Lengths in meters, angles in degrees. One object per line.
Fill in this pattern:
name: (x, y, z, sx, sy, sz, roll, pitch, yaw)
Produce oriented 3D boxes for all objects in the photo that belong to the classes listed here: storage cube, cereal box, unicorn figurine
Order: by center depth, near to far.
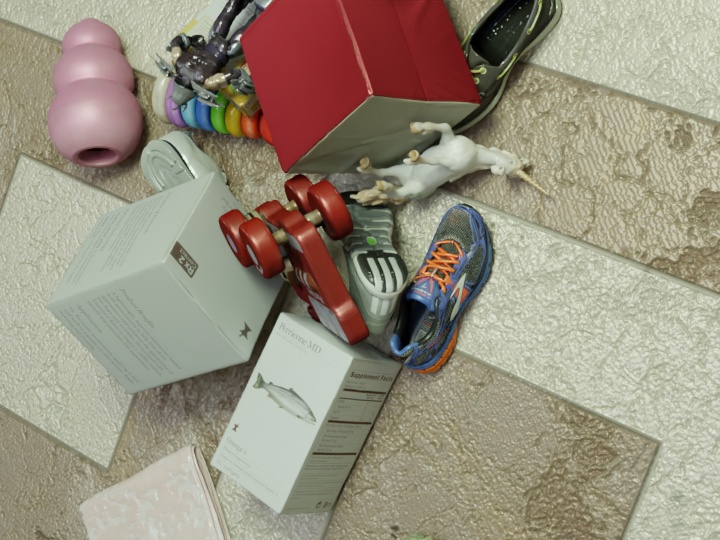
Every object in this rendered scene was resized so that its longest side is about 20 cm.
unicorn figurine: (0.091, -0.117, 1.490, 0.199, 0.137, 0.074, -9, 76, 46)
storage cube: (-0.003, -0.224, 1.491, 0.200, 0.170, 0.181, -37, 64, 43)
cereal box: (-0.114, -0.302, 1.631, 0.200, 0.040, 0.144, -43, 65, -4)

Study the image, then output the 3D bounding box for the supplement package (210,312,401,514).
supplement package: (-0.063, 0.166, 1.537, 0.117, 0.117, 0.201, 29, 98, 31)

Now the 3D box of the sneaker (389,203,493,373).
sneaker: (0.089, 0.021, 1.490, 0.075, 0.078, 0.201, 19, 94, 29)

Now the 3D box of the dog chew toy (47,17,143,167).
dog chew toy: (-0.352, -0.240, 1.751, 0.124, 0.124, 0.201, -18, 68, 27)

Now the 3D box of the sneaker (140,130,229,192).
sneaker: (-0.189, -0.088, 1.666, 0.076, 0.080, 0.200, -32, 90, 36)

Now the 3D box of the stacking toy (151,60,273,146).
stacking toy: (-0.160, -0.199, 1.665, 0.199, 0.085, 0.086, 21, 95, 23)

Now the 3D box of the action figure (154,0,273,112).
action figure: (-0.160, -0.267, 1.574, 0.130, 0.069, 0.200, 37, 86, 16)

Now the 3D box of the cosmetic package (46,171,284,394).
cosmetic package: (-0.224, 0.017, 1.572, 0.199, 0.165, 0.165, -17, 35, 33)

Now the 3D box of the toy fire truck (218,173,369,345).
toy fire truck: (-0.064, -0.007, 1.479, 0.112, 0.200, 0.169, -29, 107, -14)

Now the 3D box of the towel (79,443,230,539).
towel: (-0.255, 0.344, 1.675, 0.199, 0.032, 0.192, -29, 71, 23)

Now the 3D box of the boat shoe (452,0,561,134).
boat shoe: (0.142, -0.243, 1.501, 0.072, 0.060, 0.201, 45, 106, 25)

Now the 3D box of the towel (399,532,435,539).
towel: (0.021, 0.396, 1.509, 0.199, 0.036, 0.149, -28, 72, 24)

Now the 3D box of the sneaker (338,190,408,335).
sneaker: (0.000, 0.000, 1.531, 0.200, 0.075, 0.116, -104, 20, -54)
